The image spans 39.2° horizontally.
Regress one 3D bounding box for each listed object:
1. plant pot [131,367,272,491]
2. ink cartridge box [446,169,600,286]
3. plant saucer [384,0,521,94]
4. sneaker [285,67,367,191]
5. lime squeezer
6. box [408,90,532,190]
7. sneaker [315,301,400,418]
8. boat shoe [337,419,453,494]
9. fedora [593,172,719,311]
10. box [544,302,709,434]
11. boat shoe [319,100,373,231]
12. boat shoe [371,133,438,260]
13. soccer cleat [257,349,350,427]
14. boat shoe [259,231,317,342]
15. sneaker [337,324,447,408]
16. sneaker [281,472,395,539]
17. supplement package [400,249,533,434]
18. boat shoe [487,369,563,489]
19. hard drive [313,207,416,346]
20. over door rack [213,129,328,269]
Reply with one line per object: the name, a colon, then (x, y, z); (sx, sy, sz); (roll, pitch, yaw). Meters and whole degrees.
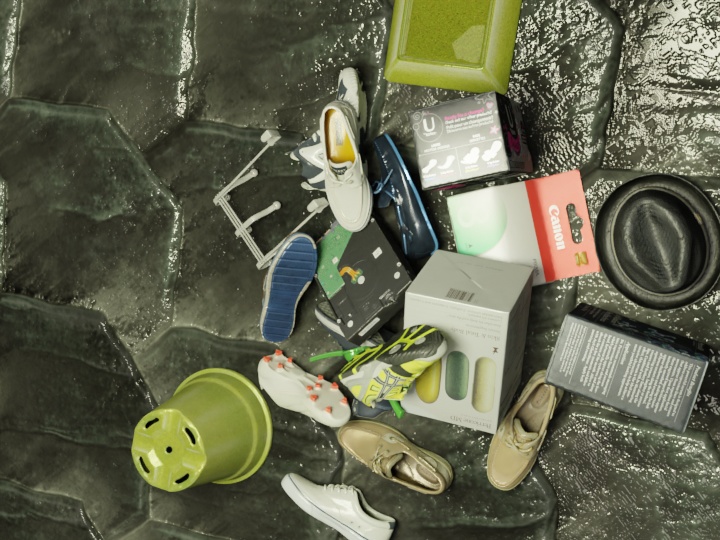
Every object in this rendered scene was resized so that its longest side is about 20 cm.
plant pot: (-0.270, 0.272, 1.649); (0.200, 0.184, 0.201); (1, 94, 19)
ink cartridge box: (0.242, -0.053, 1.519); (0.199, 0.050, 0.162); (-12, 90, 22)
plant saucer: (0.136, -0.377, 1.529); (0.199, 0.048, 0.201); (11, 98, 18)
sneaker: (-0.057, -0.215, 1.591); (0.129, 0.080, 0.200); (0, 104, 11)
lime squeezer: (0.002, 0.144, 1.522); (0.200, 0.038, 0.071); (27, 123, 39)
box: (0.163, -0.184, 1.454); (0.132, 0.200, 0.115); (-11, 92, 19)
sneaker: (-0.007, 0.146, 1.605); (0.202, 0.077, 0.147); (33, 124, 35)
boat shoe: (0.049, 0.296, 1.603); (0.199, 0.065, 0.072); (25, 102, 16)
fedora: (0.420, -0.038, 1.432); (0.200, 0.092, 0.201); (2, 95, 20)
box: (0.379, 0.133, 1.431); (0.199, 0.148, 0.107); (20, 101, 16)
boat shoe: (-0.026, -0.154, 1.521); (0.071, 0.070, 0.201); (-3, 102, 14)
boat shoe: (0.056, -0.111, 1.557); (0.068, 0.084, 0.201); (-23, 84, 6)
soccer cleat: (-0.090, 0.202, 1.632); (0.200, 0.069, 0.078); (31, 128, 35)
boat shoe: (-0.125, 0.015, 1.616); (0.072, 0.072, 0.200); (11, 120, -21)
sneaker: (0.056, 0.135, 1.410); (0.076, 0.075, 0.200); (52, 139, -10)
sneaker: (-0.032, 0.377, 1.643); (0.200, 0.073, 0.071); (32, 95, 5)
supplement package: (0.154, 0.101, 1.475); (0.151, 0.151, 0.201); (11, 119, 18)
boat shoe: (0.243, 0.244, 1.523); (0.072, 0.065, 0.201); (29, 103, 15)
hard drive: (0.000, 0.000, 1.560); (0.140, 0.038, 0.200); (-44, 48, 15)
over door rack: (-0.139, -0.112, 1.620); (0.148, 0.067, 0.200); (55, 133, 8)
